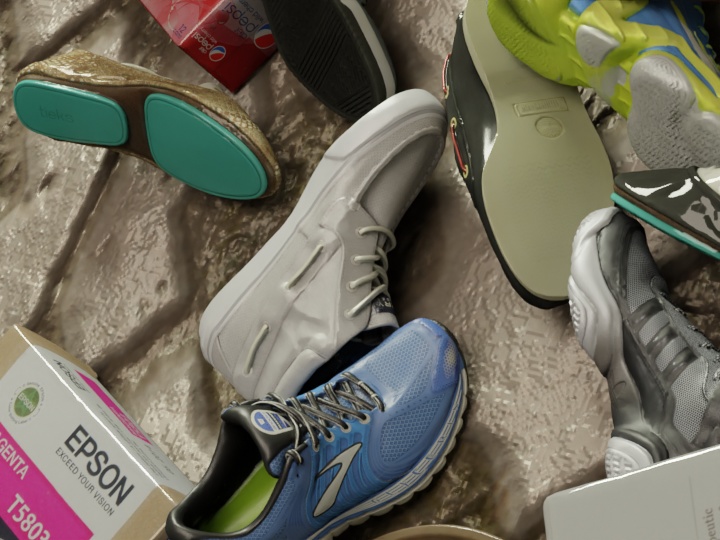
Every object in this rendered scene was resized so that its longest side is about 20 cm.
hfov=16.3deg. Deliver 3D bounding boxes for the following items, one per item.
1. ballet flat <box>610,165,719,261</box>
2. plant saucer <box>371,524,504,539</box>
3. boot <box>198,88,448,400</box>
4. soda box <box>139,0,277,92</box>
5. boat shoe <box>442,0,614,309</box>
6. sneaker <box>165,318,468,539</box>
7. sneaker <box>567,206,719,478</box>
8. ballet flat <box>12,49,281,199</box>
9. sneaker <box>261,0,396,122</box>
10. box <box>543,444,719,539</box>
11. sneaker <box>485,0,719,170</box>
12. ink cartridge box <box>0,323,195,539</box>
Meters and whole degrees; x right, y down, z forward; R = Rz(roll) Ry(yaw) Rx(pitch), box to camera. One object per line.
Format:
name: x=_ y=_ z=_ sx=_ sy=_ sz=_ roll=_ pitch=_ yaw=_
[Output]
ballet flat: x=0.216 y=-0.013 z=1.264 sx=0.200 sy=0.068 sz=0.069 roll=38 pitch=100 yaw=31
plant saucer: x=0.029 y=0.228 z=1.285 sx=0.200 sy=0.029 sz=0.201 roll=-17 pitch=56 yaw=27
boot: x=0.000 y=0.000 z=1.415 sx=0.200 sy=0.073 sz=0.096 roll=-52 pitch=54 yaw=10
soda box: x=-0.119 y=-0.202 z=1.607 sx=0.070 sy=0.063 sz=0.200 roll=-45 pitch=48 yaw=5
boat shoe: x=0.091 y=-0.062 z=1.387 sx=0.073 sy=0.063 sz=0.202 roll=-2 pitch=58 yaw=-14
sneaker: x=-0.023 y=0.097 z=1.345 sx=0.200 sy=0.089 sz=0.078 roll=-45 pitch=47 yaw=-14
sneaker: x=0.175 y=0.046 z=1.262 sx=0.114 sy=0.075 sz=0.201 roll=-20 pitch=58 yaw=20
ballet flat: x=-0.121 y=-0.098 z=1.544 sx=0.200 sy=0.071 sz=0.065 roll=21 pitch=40 yaw=26
sneaker: x=-0.013 y=-0.193 z=1.520 sx=0.200 sy=0.121 sz=0.084 roll=58 pitch=142 yaw=3
box: x=0.200 y=0.194 z=1.073 sx=0.171 sy=0.200 sz=0.200 roll=-19 pitch=56 yaw=22
sneaker: x=0.168 y=-0.121 z=1.355 sx=0.200 sy=0.076 sz=0.105 roll=41 pitch=58 yaw=18
ink cartridge box: x=-0.184 y=0.152 z=1.445 sx=0.165 sy=0.075 sz=0.200 roll=-50 pitch=48 yaw=2
